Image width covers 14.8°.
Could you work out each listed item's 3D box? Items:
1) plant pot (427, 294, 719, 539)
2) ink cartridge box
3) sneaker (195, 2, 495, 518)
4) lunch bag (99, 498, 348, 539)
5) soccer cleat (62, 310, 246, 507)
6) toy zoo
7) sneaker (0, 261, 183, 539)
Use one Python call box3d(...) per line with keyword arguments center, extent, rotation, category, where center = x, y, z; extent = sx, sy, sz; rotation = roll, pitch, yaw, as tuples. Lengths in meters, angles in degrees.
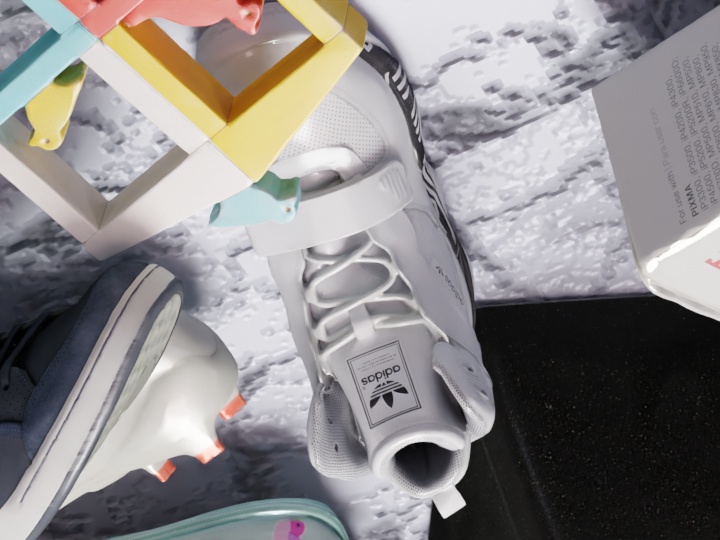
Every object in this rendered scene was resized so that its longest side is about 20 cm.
box3d(center=(0.142, 0.141, 1.128), extent=(0.199, 0.178, 0.200), rotation=(-4, 137, -8), category="plant pot")
box3d(center=(0.203, -0.058, 0.966), extent=(0.200, 0.084, 0.145), rotation=(-33, 144, 31), category="ink cartridge box")
box3d(center=(0.000, 0.000, 0.996), extent=(0.075, 0.115, 0.200), rotation=(-19, 136, 9), category="sneaker")
box3d(center=(-0.082, 0.165, 1.171), extent=(0.199, 0.077, 0.161), rotation=(-15, 146, 4), category="lunch bag")
box3d(center=(-0.134, 0.068, 1.088), extent=(0.200, 0.069, 0.078), rotation=(-31, 110, 26), category="soccer cleat")
box3d(center=(-0.091, -0.086, 0.915), extent=(0.131, 0.021, 0.200), rotation=(-38, 113, 27), category="toy zoo")
box3d(center=(-0.161, 0.038, 0.996), extent=(0.146, 0.077, 0.202), rotation=(37, 126, -2), category="sneaker")
